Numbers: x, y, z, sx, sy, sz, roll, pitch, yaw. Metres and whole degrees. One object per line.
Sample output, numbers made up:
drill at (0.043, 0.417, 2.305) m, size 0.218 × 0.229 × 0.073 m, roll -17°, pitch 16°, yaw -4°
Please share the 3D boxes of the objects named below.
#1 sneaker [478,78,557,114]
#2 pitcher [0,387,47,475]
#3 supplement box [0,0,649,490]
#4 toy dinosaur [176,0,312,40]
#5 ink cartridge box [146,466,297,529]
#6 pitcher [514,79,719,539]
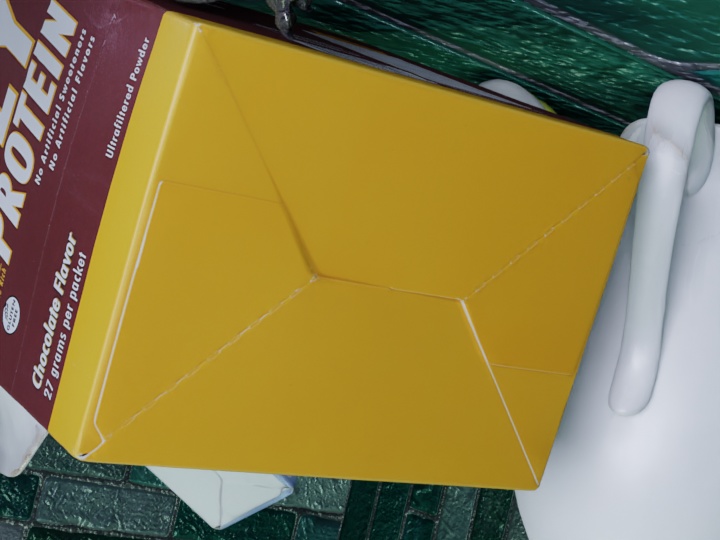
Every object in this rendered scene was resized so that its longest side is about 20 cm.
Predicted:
sneaker at (0.103, -0.041, 0.795) m, size 0.075 × 0.077 × 0.200 m, roll 13°, pitch 159°, yaw 35°
pitcher at (-0.166, -0.027, 0.754) m, size 0.201 × 0.171 × 0.121 m, roll 54°, pitch -170°, yaw -18°
supplement box at (-0.046, -0.025, 0.587) m, size 0.196 × 0.134 × 0.200 m, roll 10°, pitch -168°, yaw -38°
toy dinosaur at (-0.059, -0.109, 0.453) m, size 0.087 × 0.048 × 0.200 m, roll 20°, pitch 176°, yaw 17°
ink cartridge box at (-0.095, 0.045, 1.049) m, size 0.076 × 0.201 × 0.137 m, roll -28°, pitch 121°, yaw 26°
pitcher at (0.126, 0.028, 0.680) m, size 0.120 × 0.202 × 0.171 m, roll 12°, pitch 175°, yaw 23°
